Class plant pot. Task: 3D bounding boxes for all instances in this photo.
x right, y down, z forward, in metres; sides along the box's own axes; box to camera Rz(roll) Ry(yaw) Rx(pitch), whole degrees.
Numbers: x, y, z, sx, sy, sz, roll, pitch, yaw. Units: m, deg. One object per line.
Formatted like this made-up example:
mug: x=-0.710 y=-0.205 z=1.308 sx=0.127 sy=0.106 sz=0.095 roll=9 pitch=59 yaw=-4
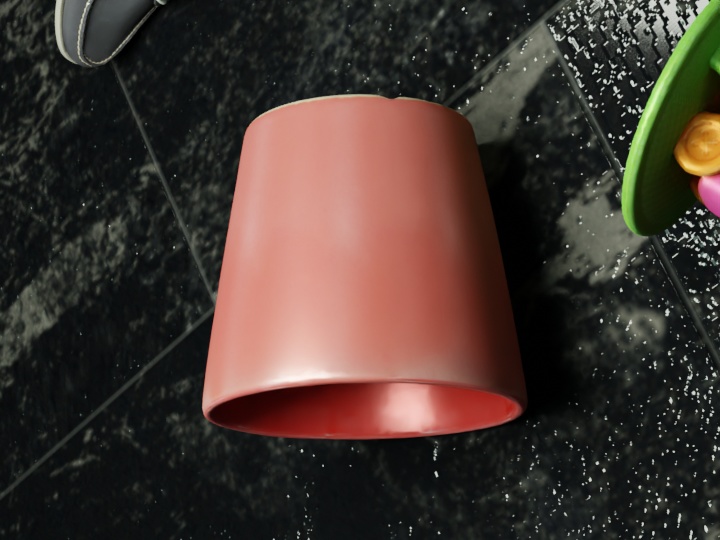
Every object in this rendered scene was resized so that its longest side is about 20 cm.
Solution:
plant pot: x=0.000 y=0.000 z=1.238 sx=0.200 sy=0.200 sz=0.178 roll=-14 pitch=72 yaw=41

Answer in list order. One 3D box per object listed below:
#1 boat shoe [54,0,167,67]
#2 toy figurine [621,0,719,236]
boat shoe: x=-0.149 y=-0.219 z=1.440 sx=0.063 sy=0.072 sz=0.200 roll=46 pitch=114 yaw=35
toy figurine: x=0.263 y=-0.069 z=1.060 sx=0.184 sy=0.150 sz=0.201 roll=29 pitch=84 yaw=24
